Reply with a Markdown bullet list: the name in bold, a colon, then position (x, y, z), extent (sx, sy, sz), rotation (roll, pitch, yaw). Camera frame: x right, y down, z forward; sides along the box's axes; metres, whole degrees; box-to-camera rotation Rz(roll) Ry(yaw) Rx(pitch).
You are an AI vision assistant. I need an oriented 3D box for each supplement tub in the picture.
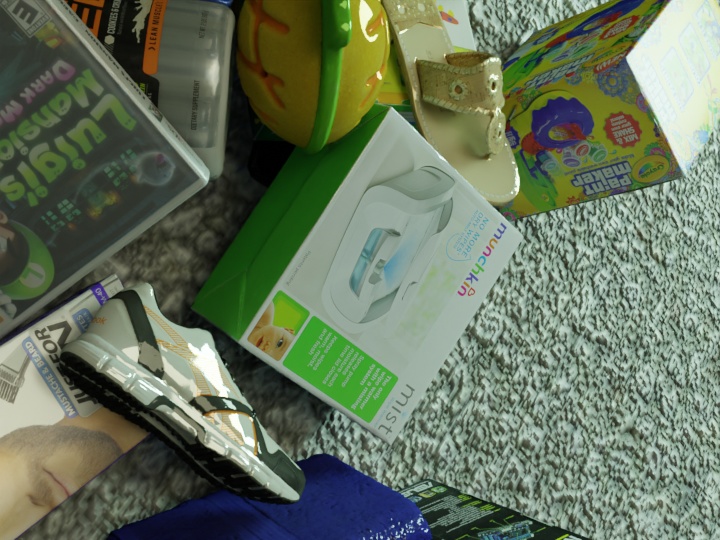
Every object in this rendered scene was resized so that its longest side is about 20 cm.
- **supplement tub**: position (-0.187, -0.130, 0.697), extent (0.196, 0.123, 0.125), rotation (5, 75, -7)

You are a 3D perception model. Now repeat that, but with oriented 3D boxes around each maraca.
- **maraca**: position (-0.029, -0.163, 0.687), extent (0.105, 0.201, 0.140), rotation (-5, 68, -13)

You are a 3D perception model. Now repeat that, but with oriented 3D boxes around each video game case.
- **video game case**: position (-0.226, -0.069, 0.644), extent (0.182, 0.198, 0.023), rotation (49, 16, -25)

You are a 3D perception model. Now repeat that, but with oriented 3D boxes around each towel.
- **towel**: position (-0.064, 0.200, 0.735), extent (0.198, 0.147, 0.051), rotation (-14, 112, -37)

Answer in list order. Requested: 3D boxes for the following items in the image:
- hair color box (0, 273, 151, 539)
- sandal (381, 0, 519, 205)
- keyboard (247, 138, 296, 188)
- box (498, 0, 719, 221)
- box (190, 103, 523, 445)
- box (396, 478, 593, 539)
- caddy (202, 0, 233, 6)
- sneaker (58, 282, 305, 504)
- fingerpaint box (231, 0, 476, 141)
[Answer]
- **hair color box**: position (-0.224, 0.102, 0.685), extent (0.199, 0.064, 0.110), rotation (-37, 102, -34)
- **sandal**: position (0.077, -0.158, 0.812), extent (0.077, 0.070, 0.214), rotation (-22, 81, -31)
- **keyboard**: position (-0.036, -0.141, 0.900), extent (0.103, 0.040, 0.203), rotation (23, 61, -16)
- **box**: position (0.229, -0.165, 0.975), extent (0.123, 0.198, 0.193), rotation (57, 49, -18)
- **box**: position (0.000, 0.000, 0.796), extent (0.176, 0.096, 0.202), rotation (39, 82, -34)
- **box**: position (0.045, 0.227, 0.767), extent (0.198, 0.192, 0.048), rotation (-14, 106, -37)
- **caddy**: position (-0.176, -0.246, 0.778), extent (0.200, 0.104, 0.142), rotation (44, 36, -19)
- **sneaker**: position (-0.104, 0.087, 0.695), extent (0.200, 0.073, 0.081), rotation (44, 56, -24)
- **fingerpaint box**: position (-0.004, -0.197, 0.874), extent (0.197, 0.073, 0.170), rotation (-2, 70, -27)
